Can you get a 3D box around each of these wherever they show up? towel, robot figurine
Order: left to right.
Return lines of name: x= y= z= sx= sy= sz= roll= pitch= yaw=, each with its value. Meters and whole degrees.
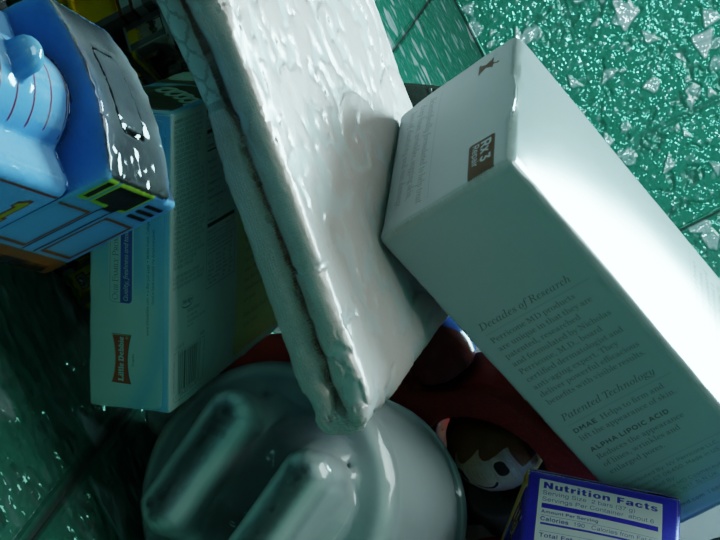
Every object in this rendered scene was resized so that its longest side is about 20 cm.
robot figurine: x=-0.021 y=0.103 z=0.828 sx=0.169 sy=0.113 sz=0.200 roll=40 pitch=3 yaw=22
towel: x=-0.014 y=-0.049 z=0.795 sx=0.200 sy=0.032 sz=0.192 roll=-45 pitch=116 yaw=-69

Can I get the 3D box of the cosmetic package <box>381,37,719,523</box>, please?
cosmetic package: x=0.098 y=0.009 z=0.839 sx=0.200 sy=0.074 sz=0.102 roll=46 pitch=29 yaw=-23

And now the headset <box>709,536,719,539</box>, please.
headset: x=0.167 y=0.228 z=0.902 sx=0.123 sy=0.094 sz=0.202 roll=-5 pitch=79 yaw=-51

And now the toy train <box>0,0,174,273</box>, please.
toy train: x=-0.140 y=-0.042 z=0.602 sx=0.087 sy=0.114 sz=0.200 roll=66 pitch=11 yaw=13

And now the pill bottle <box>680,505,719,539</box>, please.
pill bottle: x=0.185 y=0.147 z=1.043 sx=0.200 sy=0.110 sz=0.111 roll=80 pitch=-11 yaw=-68

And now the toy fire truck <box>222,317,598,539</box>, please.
toy fire truck: x=0.038 y=0.091 z=0.945 sx=0.168 sy=0.199 sz=0.113 roll=53 pitch=49 yaw=-31

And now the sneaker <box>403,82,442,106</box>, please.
sneaker: x=0.017 y=-0.058 z=1.233 sx=0.077 sy=0.198 sz=0.115 roll=-104 pitch=-156 yaw=-47

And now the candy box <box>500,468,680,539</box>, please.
candy box: x=0.076 y=0.213 z=0.810 sx=0.201 sy=0.076 sz=0.170 roll=-76 pitch=180 yaw=-52

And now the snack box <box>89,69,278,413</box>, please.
snack box: x=-0.058 y=-0.026 z=0.813 sx=0.200 sy=0.037 sz=0.117 roll=-38 pitch=132 yaw=-69

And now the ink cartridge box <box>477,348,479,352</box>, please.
ink cartridge box: x=0.010 y=-0.005 z=1.109 sx=0.163 sy=0.198 sz=0.050 roll=-104 pitch=-164 yaw=-48

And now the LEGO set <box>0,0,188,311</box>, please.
LEGO set: x=-0.112 y=-0.084 z=0.808 sx=0.200 sy=0.115 sz=0.155 roll=50 pitch=18 yaw=-50

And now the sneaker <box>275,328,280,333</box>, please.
sneaker: x=0.000 y=0.000 z=0.980 sx=0.086 sy=0.198 sz=0.078 roll=61 pitch=42 yaw=-63
